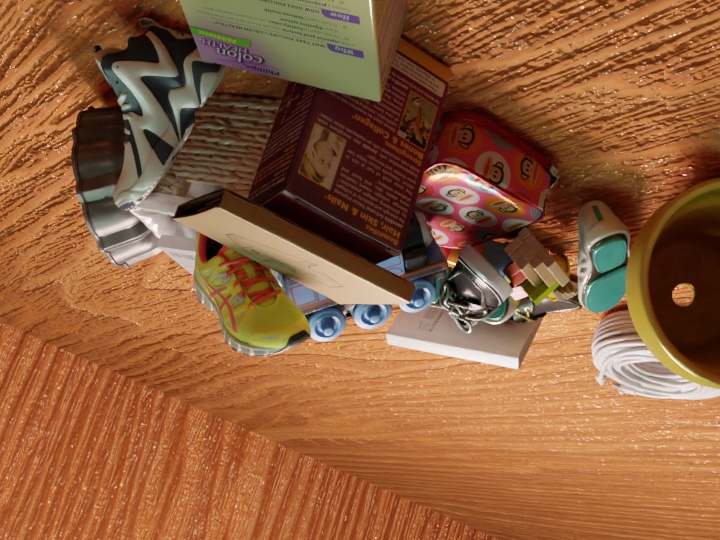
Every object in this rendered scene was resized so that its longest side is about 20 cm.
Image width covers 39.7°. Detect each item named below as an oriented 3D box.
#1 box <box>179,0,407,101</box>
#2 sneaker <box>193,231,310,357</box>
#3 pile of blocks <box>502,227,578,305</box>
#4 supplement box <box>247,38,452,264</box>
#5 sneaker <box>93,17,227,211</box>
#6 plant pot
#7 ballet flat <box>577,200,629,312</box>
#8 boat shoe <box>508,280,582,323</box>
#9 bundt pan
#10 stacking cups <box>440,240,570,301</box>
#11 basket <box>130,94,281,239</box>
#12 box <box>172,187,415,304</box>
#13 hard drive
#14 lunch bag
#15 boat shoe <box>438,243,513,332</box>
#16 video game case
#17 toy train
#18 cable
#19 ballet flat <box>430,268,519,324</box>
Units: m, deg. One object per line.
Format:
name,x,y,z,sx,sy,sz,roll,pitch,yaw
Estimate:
box,-0.056,-0.248,0.806,0.172,0.098,0.201,14,159,10
sneaker,-0.120,0.014,1.022,0.199,0.077,0.092,34,136,43
pile of blocks,0.199,0.015,1.128,0.082,0.062,0.200,51,-173,16
supplement box,-0.011,-0.121,0.943,0.129,0.203,0.103,27,158,-23
sneaker,-0.241,-0.175,1.059,0.128,0.201,0.080,32,-162,-8
plant pot,0.359,0.020,1.024,0.197,0.205,0.189,17,175,2
ballet flat,0.276,-0.019,1.148,0.068,0.071,0.201,11,159,17
boat shoe,0.219,0.044,1.375,0.198,0.062,0.072,2,154,38
bundt pan,-0.281,-0.111,1.242,0.074,0.206,0.202,-12,154,8
stacking cups,0.160,-0.010,1.237,0.196,0.062,0.060,12,162,-14
basket,-0.133,-0.088,1.191,0.194,0.164,0.200,9,158,23
box,-0.066,-0.017,0.929,0.197,0.022,0.163,26,168,-22
hard drive,0.152,0.079,1.440,0.196,0.132,0.027,9,124,24
lunch bag,0.116,-0.086,1.097,0.174,0.083,0.199,27,158,-24
boat shoe,0.122,0.026,1.135,0.074,0.068,0.199,45,176,7
video game case,-0.137,0.015,1.207,0.141,0.018,0.200,8,158,27
toy train,0.000,0.000,1.085,0.196,0.087,0.116,-17,130,-6
cable,0.421,0.119,1.388,0.196,0.070,0.200,9,157,22
ballet flat,0.122,0.019,1.316,0.197,0.070,0.070,23,165,30
